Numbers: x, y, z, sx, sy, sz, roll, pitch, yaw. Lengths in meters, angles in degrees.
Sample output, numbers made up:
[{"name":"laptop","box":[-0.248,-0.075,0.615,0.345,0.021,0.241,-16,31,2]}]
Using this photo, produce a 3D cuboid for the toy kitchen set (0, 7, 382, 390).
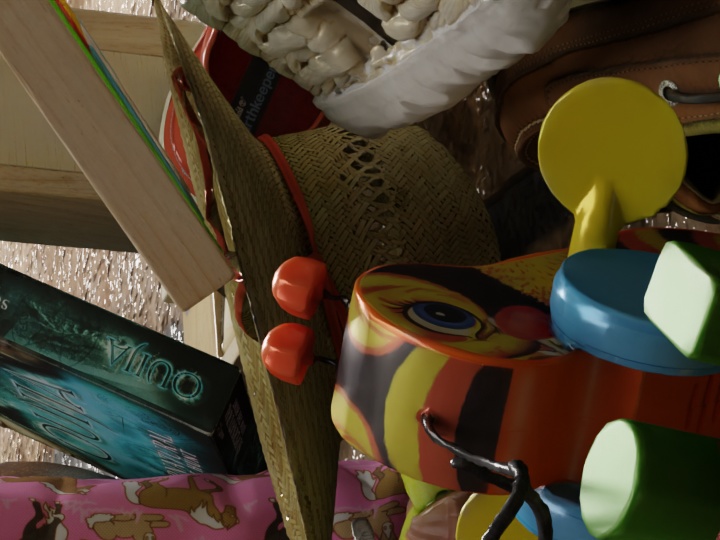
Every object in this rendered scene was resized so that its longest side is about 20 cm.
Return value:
[{"name":"toy kitchen set","box":[-0.093,-0.049,1.134,0.200,0.179,0.164,123,148,-56]}]

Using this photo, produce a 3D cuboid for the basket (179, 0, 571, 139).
[{"name":"basket","box":[0.008,-0.167,0.767,0.201,0.160,0.198,-59,9,-10]}]

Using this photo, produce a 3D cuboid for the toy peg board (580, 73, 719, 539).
[{"name":"toy peg board","box":[0.131,0.014,0.526,0.199,0.097,0.201,-131,57,-65]}]

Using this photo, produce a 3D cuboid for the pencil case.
[{"name":"pencil case","box":[-0.070,0.106,0.994,0.087,0.199,0.083,97,170,-50]}]

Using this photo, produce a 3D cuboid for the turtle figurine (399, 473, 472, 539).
[{"name":"turtle figurine","box":[0.023,0.100,0.829,0.200,0.064,0.162,-20,-65,-74]}]

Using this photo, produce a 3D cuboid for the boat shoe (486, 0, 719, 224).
[{"name":"boat shoe","box":[0.083,-0.046,0.770,0.200,0.071,0.068,142,125,-72]}]

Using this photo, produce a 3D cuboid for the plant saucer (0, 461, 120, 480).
[{"name":"plant saucer","box":[-0.075,0.152,1.106,0.037,0.200,0.201,-33,39,12]}]

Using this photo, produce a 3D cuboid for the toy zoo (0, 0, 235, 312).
[{"name":"toy zoo","box":[-0.090,-0.063,0.869,0.132,0.020,0.200,56,179,-13]}]

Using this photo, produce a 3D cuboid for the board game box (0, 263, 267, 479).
[{"name":"board game box","box":[-0.103,0.047,1.087,0.200,0.135,0.028,82,-148,-74]}]

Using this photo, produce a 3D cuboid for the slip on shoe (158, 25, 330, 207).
[{"name":"slip on shoe","box":[-0.014,-0.114,1.018,0.201,0.074,0.061,-67,9,-19]}]

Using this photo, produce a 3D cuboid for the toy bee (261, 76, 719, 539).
[{"name":"toy bee","box":[0.038,0.016,0.678,0.108,0.200,0.132,24,94,27]}]

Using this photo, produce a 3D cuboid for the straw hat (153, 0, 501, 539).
[{"name":"straw hat","box":[0.000,0.000,0.899,0.201,0.085,0.202,165,90,-84]}]
